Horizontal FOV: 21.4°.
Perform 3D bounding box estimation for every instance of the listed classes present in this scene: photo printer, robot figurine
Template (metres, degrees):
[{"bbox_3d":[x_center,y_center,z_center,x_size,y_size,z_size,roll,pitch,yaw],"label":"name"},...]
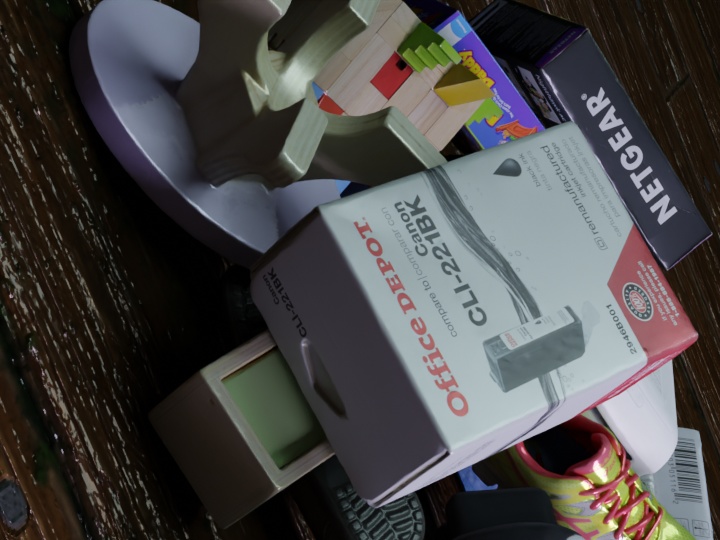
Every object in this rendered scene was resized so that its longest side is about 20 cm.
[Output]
[{"bbox_3d":[0.167,0.043,1.369,0.167,0.069,0.200,55,22,-26],"label":"photo printer"},{"bbox_3d":[0.098,0.239,1.203,0.150,0.124,0.201,39,34,-50],"label":"robot figurine"}]

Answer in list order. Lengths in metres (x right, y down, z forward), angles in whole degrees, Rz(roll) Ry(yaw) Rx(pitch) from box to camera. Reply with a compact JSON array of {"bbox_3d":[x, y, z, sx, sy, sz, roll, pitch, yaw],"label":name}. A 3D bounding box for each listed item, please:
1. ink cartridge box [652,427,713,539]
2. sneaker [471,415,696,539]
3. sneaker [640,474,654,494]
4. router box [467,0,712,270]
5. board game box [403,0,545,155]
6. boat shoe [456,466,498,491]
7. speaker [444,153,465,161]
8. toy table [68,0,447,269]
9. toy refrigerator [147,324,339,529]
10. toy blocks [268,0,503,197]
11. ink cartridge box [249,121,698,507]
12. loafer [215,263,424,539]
[{"bbox_3d":[0.212,0.238,1.426,0.201,0.047,0.161,105,-13,-50],"label":"ink cartridge box"},{"bbox_3d":[0.156,0.150,1.269,0.200,0.090,0.078,38,59,3],"label":"sneaker"},{"bbox_3d":[0.168,0.164,1.410,0.200,0.075,0.088,-107,-168,-61],"label":"sneaker"},{"bbox_3d":[0.169,-0.105,1.442,0.200,0.051,0.149,54,-6,-27],"label":"router box"},{"bbox_3d":[0.073,-0.138,1.419,0.135,0.045,0.200,52,1,-16],"label":"board game box"},{"bbox_3d":[0.084,0.104,1.368,0.069,0.084,0.201,-82,164,-68],"label":"boat shoe"},{"bbox_3d":[0.107,0.000,1.478,0.200,0.081,0.082,48,32,-43],"label":"speaker"},{"bbox_3d":[-0.053,-0.093,1.068,0.200,0.117,0.185,36,44,-29],"label":"toy table"},{"bbox_3d":[-0.013,0.056,1.050,0.200,0.070,0.076,-30,84,-43],"label":"toy refrigerator"},{"bbox_3d":[-0.008,-0.109,1.239,0.100,0.137,0.200,42,1,39],"label":"toy blocks"},{"bbox_3d":[0.061,0.020,1.019,0.199,0.084,0.145,-20,76,-38],"label":"ink cartridge box"},{"bbox_3d":[-0.037,0.089,1.112,0.073,0.071,0.201,-15,75,-36],"label":"loafer"}]
